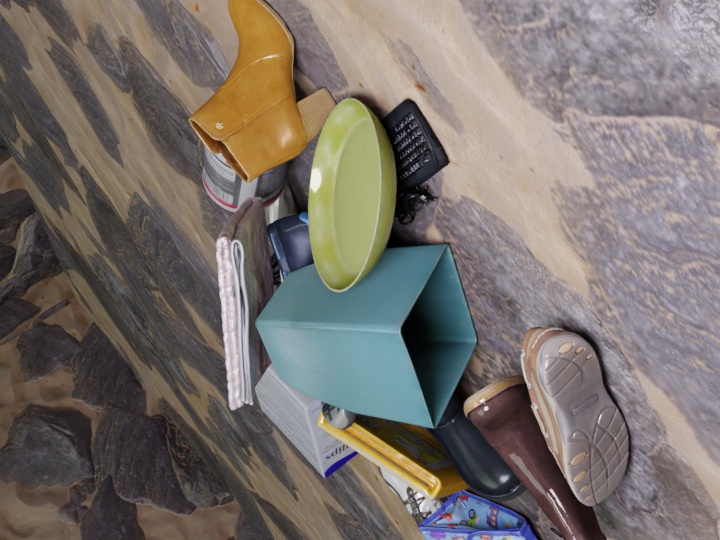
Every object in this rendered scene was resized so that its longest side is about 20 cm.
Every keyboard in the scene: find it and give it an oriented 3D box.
[{"bbox_3d":[0.033,-0.100,1.177,0.104,0.040,0.200,57,162,0],"label":"keyboard"}]

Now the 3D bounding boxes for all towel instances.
[{"bbox_3d":[-0.126,0.033,1.293,0.191,0.032,0.201,-76,-15,-74],"label":"towel"}]

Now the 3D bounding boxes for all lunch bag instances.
[{"bbox_3d":[0.196,0.386,1.512,0.200,0.094,0.151,-6,115,55],"label":"lunch bag"}]

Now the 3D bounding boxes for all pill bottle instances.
[{"bbox_3d":[-0.135,-0.156,1.382,0.111,0.111,0.200,53,160,11],"label":"pill bottle"}]

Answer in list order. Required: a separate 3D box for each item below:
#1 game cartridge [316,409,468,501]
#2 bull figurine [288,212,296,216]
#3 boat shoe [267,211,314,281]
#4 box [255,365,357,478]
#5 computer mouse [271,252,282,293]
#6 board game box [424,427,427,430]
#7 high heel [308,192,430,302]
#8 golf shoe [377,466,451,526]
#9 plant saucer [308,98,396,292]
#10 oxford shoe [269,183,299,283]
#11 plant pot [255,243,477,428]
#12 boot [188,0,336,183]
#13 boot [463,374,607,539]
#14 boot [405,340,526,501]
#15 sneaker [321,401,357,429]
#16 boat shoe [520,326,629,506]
[{"bbox_3d":[0.057,0.223,1.441,0.176,0.033,0.200,31,-171,21],"label":"game cartridge"},{"bbox_3d":[-0.052,-0.009,1.443,0.121,0.065,0.201,-119,25,-64],"label":"bull figurine"},{"bbox_3d":[-0.069,0.027,1.371,0.084,0.068,0.201,-67,-30,-75],"label":"boat shoe"},{"bbox_3d":[-0.084,0.196,1.819,0.184,0.105,0.200,42,155,35],"label":"box"},{"bbox_3d":[-0.079,0.072,1.622,0.200,0.139,0.053,50,144,-8],"label":"computer mouse"},{"bbox_3d":[0.043,0.134,1.540,0.200,0.032,0.120,36,148,46],"label":"board game box"},{"bbox_3d":[0.000,0.000,1.355,0.200,0.071,0.143,43,152,11],"label":"high heel"},{"bbox_3d":[0.098,0.323,1.616,0.200,0.078,0.094,54,178,-22],"label":"golf shoe"},{"bbox_3d":[-0.007,-0.077,1.184,0.200,0.031,0.201,-178,90,-67],"label":"plant saucer"},{"bbox_3d":[-0.083,-0.034,1.540,0.058,0.075,0.201,0,123,17],"label":"oxford shoe"},{"bbox_3d":[0.000,0.065,1.240,0.199,0.142,0.142,3,130,30],"label":"plant pot"},{"bbox_3d":[-0.131,-0.205,1.245,0.201,0.144,0.071,54,160,9],"label":"boot"},{"bbox_3d":[0.185,0.199,1.149,0.200,0.072,0.167,35,-156,-60],"label":"boot"},{"bbox_3d":[0.098,0.170,1.325,0.168,0.076,0.200,47,177,-41],"label":"boot"},{"bbox_3d":[0.012,0.124,1.398,0.079,0.200,0.075,35,130,-12],"label":"sneaker"},{"bbox_3d":[0.205,0.137,1.102,0.072,0.076,0.201,36,147,60],"label":"boat shoe"}]
